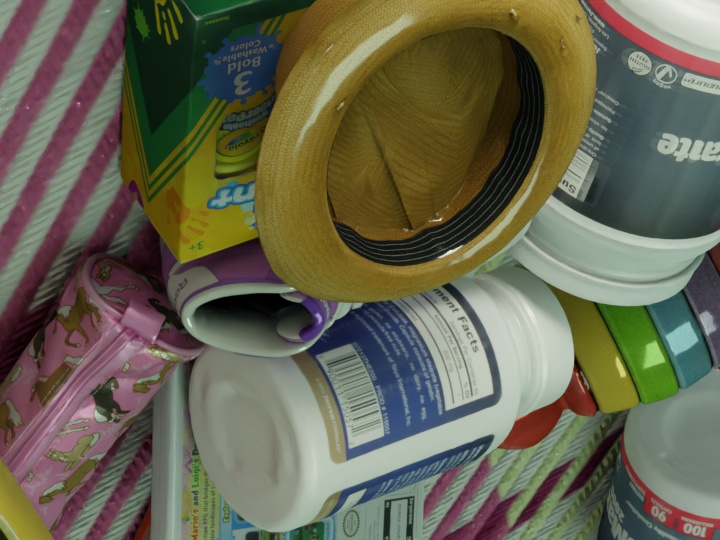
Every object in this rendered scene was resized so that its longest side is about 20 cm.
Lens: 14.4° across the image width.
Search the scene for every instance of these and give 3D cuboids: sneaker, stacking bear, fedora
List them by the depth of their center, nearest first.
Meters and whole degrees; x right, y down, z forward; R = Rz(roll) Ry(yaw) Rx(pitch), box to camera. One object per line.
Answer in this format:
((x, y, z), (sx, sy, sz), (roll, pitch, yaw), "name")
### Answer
((0.018, -0.078, 1.343), (0.200, 0.082, 0.201), (-21, 137, -21), "fedora")
((0.000, 0.001, 1.470), (0.200, 0.114, 0.073), (-13, 118, -3), "sneaker")
((0.144, 0.040, 1.713), (0.200, 0.122, 0.114), (-27, 148, 0), "stacking bear")

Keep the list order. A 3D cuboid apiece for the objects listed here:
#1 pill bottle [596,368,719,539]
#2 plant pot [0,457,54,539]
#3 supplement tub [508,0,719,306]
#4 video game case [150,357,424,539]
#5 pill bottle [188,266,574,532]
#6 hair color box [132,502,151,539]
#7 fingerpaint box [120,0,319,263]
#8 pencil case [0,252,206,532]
((0.222, 0.173, 1.925), (0.119, 0.120, 0.200), (-20, 143, -23), "pill bottle")
((-0.256, 0.128, 1.377), (0.200, 0.177, 0.200), (-24, 146, 1), "plant pot")
((0.156, -0.094, 1.524), (0.140, 0.140, 0.200), (-11, 139, -33), "supplement tub")
((-0.038, 0.100, 1.597), (0.182, 0.024, 0.201), (-4, 100, -38), "video game case")
((0.016, 0.061, 1.546), (0.200, 0.111, 0.111), (-18, 143, -35), "pill bottle")
((-0.075, 0.157, 1.694), (0.101, 0.061, 0.200), (-5, 136, -38), "hair color box")
((-0.013, -0.110, 1.414), (0.200, 0.073, 0.167), (-19, 142, -24), "fingerpaint box")
((-0.165, 0.082, 1.503), (0.083, 0.087, 0.200), (22, 114, -43), "pencil case")
